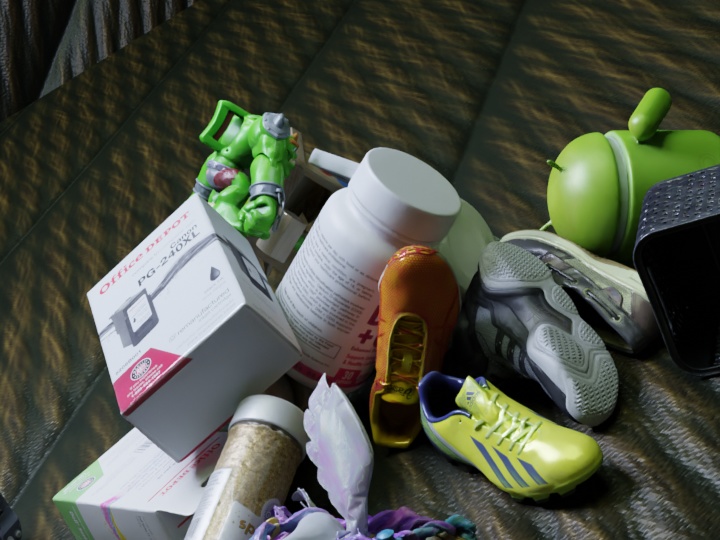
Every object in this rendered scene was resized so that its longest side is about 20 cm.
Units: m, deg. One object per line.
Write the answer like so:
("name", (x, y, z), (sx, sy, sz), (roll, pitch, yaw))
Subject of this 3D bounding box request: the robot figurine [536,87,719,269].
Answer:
("robot figurine", (0.258, -0.067, 1.444), (0.198, 0.177, 0.116), (-2, 33, -10))

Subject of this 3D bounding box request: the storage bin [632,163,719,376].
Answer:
("storage bin", (0.327, -0.014, 1.263), (0.199, 0.136, 0.094), (-16, 24, 24))

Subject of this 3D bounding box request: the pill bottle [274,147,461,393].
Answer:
("pill bottle", (0.000, 0.000, 1.409), (0.201, 0.113, 0.114), (-59, 6, 27))

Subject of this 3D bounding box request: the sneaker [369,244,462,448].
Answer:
("sneaker", (0.046, 0.067, 1.347), (0.072, 0.201, 0.077), (5, 38, 3))

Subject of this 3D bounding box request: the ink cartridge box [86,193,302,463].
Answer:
("ink cartridge box", (-0.150, 0.045, 1.403), (0.145, 0.083, 0.200), (-42, 35, 7))

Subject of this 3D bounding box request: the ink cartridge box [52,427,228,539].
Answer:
("ink cartridge box", (-0.162, 0.199, 1.414), (0.199, 0.068, 0.117), (-2, 30, 47))

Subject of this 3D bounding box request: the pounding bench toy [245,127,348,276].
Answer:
("pounding bench toy", (-0.037, -0.030, 1.666), (0.125, 0.155, 0.200), (-55, 16, 16))

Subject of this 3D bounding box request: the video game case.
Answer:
("video game case", (0.058, -0.062, 1.611), (0.143, 0.199, 0.018), (25, 87, 57))

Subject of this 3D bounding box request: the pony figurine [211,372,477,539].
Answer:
("pony figurine", (-0.024, 0.201, 1.169), (0.199, 0.167, 0.193), (-24, 49, -26))

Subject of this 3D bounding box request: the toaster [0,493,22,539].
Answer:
("toaster", (-0.417, 0.270, 1.479), (0.128, 0.114, 0.200), (-15, 25, 34))

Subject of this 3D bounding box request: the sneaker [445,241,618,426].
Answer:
("sneaker", (0.138, 0.077, 1.355), (0.114, 0.075, 0.201), (-57, 42, 30))

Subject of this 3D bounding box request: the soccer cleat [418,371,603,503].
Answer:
("soccer cleat", (0.109, 0.125, 1.259), (0.065, 0.084, 0.200), (-36, 23, -23))

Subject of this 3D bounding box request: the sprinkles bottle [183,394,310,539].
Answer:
("sprinkles bottle", (-0.098, 0.197, 1.276), (0.068, 0.068, 0.201), (-10, 44, 35))

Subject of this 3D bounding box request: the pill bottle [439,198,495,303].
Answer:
("pill bottle", (0.028, 0.016, 1.532), (0.199, 0.113, 0.113), (-27, 16, 35))

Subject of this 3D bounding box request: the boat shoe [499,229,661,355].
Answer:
("boat shoe", (0.182, 0.020, 1.410), (0.200, 0.072, 0.066), (22, 55, 43))

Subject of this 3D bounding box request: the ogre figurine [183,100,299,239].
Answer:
("ogre figurine", (-0.116, -0.096, 1.570), (0.200, 0.097, 0.121), (169, 119, -84))

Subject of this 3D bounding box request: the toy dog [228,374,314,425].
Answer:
("toy dog", (-0.120, 0.114, 1.481), (0.131, 0.097, 0.200), (-1, 18, -23))
